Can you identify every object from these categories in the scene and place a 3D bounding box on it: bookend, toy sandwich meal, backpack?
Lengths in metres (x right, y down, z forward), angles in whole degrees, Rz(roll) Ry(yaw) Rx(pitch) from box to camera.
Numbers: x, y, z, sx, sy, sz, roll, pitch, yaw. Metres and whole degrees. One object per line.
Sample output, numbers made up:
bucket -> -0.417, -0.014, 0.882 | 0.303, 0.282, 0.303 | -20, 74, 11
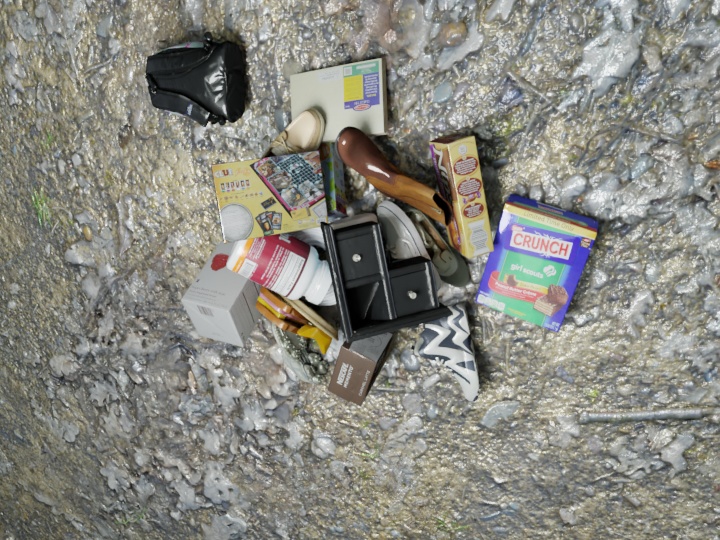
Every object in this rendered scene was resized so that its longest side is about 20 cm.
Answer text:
bookend -> 0.044, -0.002, 0.987 | 0.194, 0.092, 0.205 | -12, 100, -7
toy sandwich meal -> -0.132, 0.105, 1.201 | 0.203, 0.205, 0.071 | 39, 86, 4
backpack -> -0.329, -0.374, 1.124 | 0.194, 0.126, 0.173 | 7, 102, 20

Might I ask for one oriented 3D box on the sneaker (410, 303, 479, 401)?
sneaker -> 0.172, 0.177, 1.155 | 0.126, 0.080, 0.205 | -11, 106, 14

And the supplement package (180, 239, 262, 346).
supplement package -> -0.270, 0.036, 1.206 | 0.118, 0.203, 0.122 | 10, 140, 18

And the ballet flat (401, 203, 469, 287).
ballet flat -> 0.141, -0.041, 1.099 | 0.067, 0.064, 0.202 | -35, 95, 24

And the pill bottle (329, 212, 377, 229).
pill bottle -> 0.000, 0.000, 1.085 | 0.108, 0.111, 0.206 | -9, 101, 25

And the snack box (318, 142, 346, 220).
snack box -> -0.126, -0.161, 1.133 | 0.195, 0.053, 0.147 | -12, 75, 26

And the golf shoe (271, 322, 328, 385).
golf shoe -> -0.162, 0.188, 1.298 | 0.095, 0.079, 0.203 | -9, 120, 39

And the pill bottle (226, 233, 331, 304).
pill bottle -> -0.154, -0.015, 1.103 | 0.196, 0.114, 0.114 | 27, 121, -16

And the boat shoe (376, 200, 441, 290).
boat shoe -> 0.082, -0.034, 1.066 | 0.203, 0.065, 0.073 | 57, 154, -2

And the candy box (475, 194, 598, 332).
candy box -> 0.320, -0.014, 1.030 | 0.165, 0.077, 0.205 | 19, 115, 14

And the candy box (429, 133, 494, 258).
candy box -> 0.182, -0.137, 1.010 | 0.055, 0.117, 0.206 | -16, 107, -4

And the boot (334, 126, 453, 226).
boot -> 0.058, -0.161, 0.987 | 0.069, 0.189, 0.199 | -47, 50, -5

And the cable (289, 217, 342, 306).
cable -> -0.086, -0.026, 1.196 | 0.197, 0.069, 0.203 | -31, 97, 29

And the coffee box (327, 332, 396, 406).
coffee box -> 0.015, 0.166, 1.157 | 0.078, 0.200, 0.117 | 23, 118, 10

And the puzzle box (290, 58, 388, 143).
puzzle box -> -0.042, -0.315, 1.064 | 0.194, 0.025, 0.138 | -1, 91, 23

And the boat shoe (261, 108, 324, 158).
boat shoe -> -0.142, -0.218, 1.063 | 0.074, 0.069, 0.201 | 42, 113, 9

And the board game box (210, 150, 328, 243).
board game box -> -0.161, -0.135, 1.013 | 0.194, 0.035, 0.140 | -10, 102, -16

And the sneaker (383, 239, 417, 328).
sneaker -> 0.093, 0.022, 1.144 | 0.089, 0.066, 0.205 | -18, 101, 29
